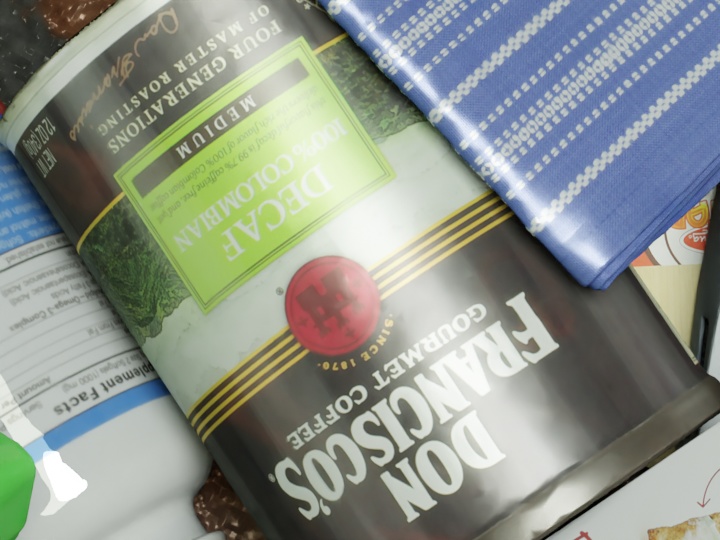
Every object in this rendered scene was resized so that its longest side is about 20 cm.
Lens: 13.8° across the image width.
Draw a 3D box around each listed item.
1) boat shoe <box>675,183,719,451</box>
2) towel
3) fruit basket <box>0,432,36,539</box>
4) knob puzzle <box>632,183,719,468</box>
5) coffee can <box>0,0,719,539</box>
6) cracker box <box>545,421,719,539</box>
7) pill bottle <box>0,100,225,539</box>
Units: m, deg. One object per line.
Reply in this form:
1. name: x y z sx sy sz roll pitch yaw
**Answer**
1. boat shoe: 0.156 0.018 0.974 0.085 0.075 0.204 7 98 -2
2. towel: 0.046 -0.105 0.899 0.200 0.024 0.145 47 61 2
3. fruit basket: -0.200 0.126 0.855 0.216 0.216 0.155 -45 63 -8
4. knob puzzle: 0.097 -0.033 1.020 0.218 0.030 0.221 0 95 -2
5. coffee can: 0.000 0.000 0.930 0.146 0.146 0.201 -34 84 -7
6. cracker box: 0.111 0.120 0.845 0.200 0.058 0.134 -36 47 20
7. pill bottle: -0.117 0.047 0.967 0.112 0.112 0.201 -31 83 -6
